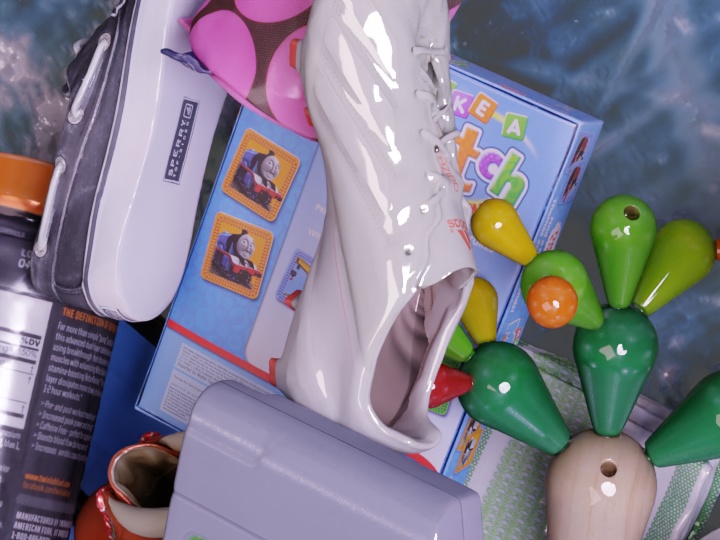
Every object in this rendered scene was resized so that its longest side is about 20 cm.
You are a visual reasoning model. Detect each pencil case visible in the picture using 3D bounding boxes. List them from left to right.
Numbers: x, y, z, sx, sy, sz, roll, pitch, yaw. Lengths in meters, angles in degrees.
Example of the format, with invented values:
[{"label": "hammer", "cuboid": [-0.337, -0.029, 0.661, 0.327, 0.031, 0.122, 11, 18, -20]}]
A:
[{"label": "pencil case", "cuboid": [0.009, -0.148, 0.833, 0.094, 0.090, 0.201, 47, 108, 34]}]

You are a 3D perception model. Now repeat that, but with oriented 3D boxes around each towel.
[{"label": "towel", "cuboid": [0.047, 0.099, 0.928, 0.199, 0.031, 0.150, 26, 104, 20]}]

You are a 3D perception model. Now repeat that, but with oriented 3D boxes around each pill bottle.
[{"label": "pill bottle", "cuboid": [-0.170, 0.049, 0.968, 0.105, 0.106, 0.202, 9, 82, 27]}]

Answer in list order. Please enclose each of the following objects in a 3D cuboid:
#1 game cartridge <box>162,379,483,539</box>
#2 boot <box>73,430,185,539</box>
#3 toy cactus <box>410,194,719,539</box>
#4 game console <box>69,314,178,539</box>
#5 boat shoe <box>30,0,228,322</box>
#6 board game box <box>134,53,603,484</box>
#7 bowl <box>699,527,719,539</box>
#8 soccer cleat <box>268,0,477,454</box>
[{"label": "game cartridge", "cuboid": [-0.023, 0.156, 0.779, 0.132, 0.040, 0.202, 21, 109, 28]}, {"label": "boot", "cuboid": [-0.080, 0.103, 0.905, 0.107, 0.075, 0.199, 42, 156, -29]}, {"label": "toy cactus", "cuboid": [0.104, 0.054, 0.831, 0.198, 0.102, 0.167, 2, 108, -9]}, {"label": "game console", "cuboid": [-0.133, 0.124, 1.013, 0.199, 0.176, 0.117, 38, 149, 15]}, {"label": "boat shoe", "cuboid": [-0.097, -0.081, 0.915, 0.067, 0.072, 0.202, 12, 89, 28]}, {"label": "board game box", "cuboid": [0.000, 0.000, 0.910, 0.150, 0.037, 0.202, 26, 106, 22]}, {"label": "bowl", "cuboid": [0.173, 0.157, 0.834, 0.200, 0.200, 0.095, -40, 41, 33]}, {"label": "soccer cleat", "cuboid": [0.014, -0.031, 0.776, 0.077, 0.069, 0.202, 16, 104, 43]}]
